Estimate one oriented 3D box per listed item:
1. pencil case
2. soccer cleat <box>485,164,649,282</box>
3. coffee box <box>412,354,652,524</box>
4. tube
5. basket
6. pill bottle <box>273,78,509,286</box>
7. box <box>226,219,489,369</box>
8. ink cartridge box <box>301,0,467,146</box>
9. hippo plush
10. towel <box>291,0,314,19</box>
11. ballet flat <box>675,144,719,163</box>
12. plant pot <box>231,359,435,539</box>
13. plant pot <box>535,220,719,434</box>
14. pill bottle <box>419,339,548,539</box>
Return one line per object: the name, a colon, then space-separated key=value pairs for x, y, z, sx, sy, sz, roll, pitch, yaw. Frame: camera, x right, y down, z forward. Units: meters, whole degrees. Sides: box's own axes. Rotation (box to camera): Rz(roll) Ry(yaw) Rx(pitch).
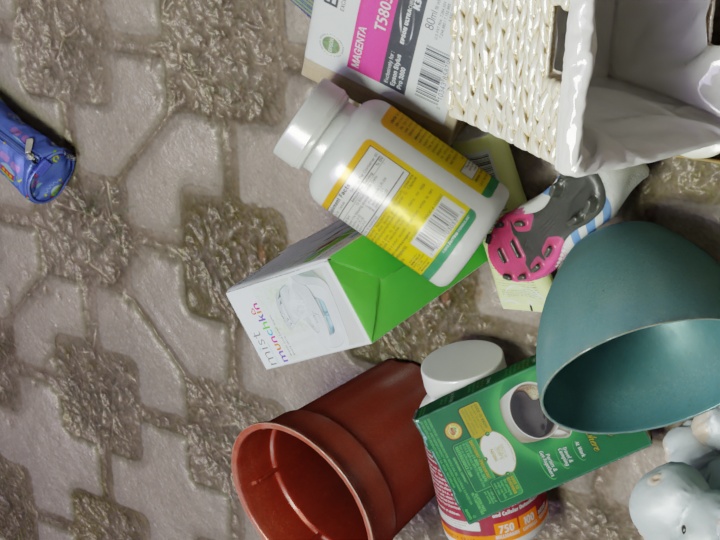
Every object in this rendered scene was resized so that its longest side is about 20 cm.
pencil case: x=-0.443 y=-0.167 z=2.147 sx=0.200 sy=0.078 sz=0.087 roll=39 pitch=168 yaw=20
soccer cleat: x=0.189 y=-0.048 z=1.556 sx=0.070 sy=0.086 sz=0.200 roll=62 pitch=148 yaw=10
coffee box: x=0.167 y=0.150 z=1.662 sx=0.200 sy=0.044 sz=0.123 roll=-27 pitch=98 yaw=12
tube: x=0.137 y=-0.047 z=1.646 sx=0.058 sy=0.052 sz=0.200 roll=-108 pitch=-2 yaw=-68
basket: x=0.190 y=-0.198 z=1.331 sx=0.161 sy=0.200 sz=0.198 roll=30 pitch=125 yaw=47
pill bottle: x=0.025 y=-0.084 z=1.568 sx=0.200 sy=0.113 sz=0.113 roll=34 pitch=140 yaw=-2
box: x=0.000 y=0.000 z=1.697 sx=0.176 sy=0.200 sz=0.097 roll=-19 pitch=102 yaw=50
ink cartridge box: x=0.043 y=-0.231 z=1.552 sx=0.165 sy=0.075 sz=0.200 roll=27 pitch=140 yaw=12
hippo plush: x=0.325 y=0.226 z=1.541 sx=0.200 sy=0.161 sz=0.159 roll=33 pitch=136 yaw=27
towel: x=-0.017 y=-0.283 z=1.625 sx=0.200 sy=0.023 sz=0.144 roll=39 pitch=142 yaw=0
ballet flat: x=0.255 y=-0.124 z=1.447 sx=0.200 sy=0.063 sz=0.069 roll=9 pitch=124 yaw=44
plant pot: x=0.002 y=0.204 z=1.842 sx=0.201 sy=0.195 sz=0.201 roll=27 pitch=133 yaw=33
plant pot: x=0.241 y=0.037 z=1.501 sx=0.200 sy=0.200 sz=0.135 roll=125 pitch=142 yaw=-50
pill bottle: x=0.122 y=0.178 z=1.762 sx=0.113 sy=0.113 sz=0.200 roll=10 pitch=124 yaw=43
